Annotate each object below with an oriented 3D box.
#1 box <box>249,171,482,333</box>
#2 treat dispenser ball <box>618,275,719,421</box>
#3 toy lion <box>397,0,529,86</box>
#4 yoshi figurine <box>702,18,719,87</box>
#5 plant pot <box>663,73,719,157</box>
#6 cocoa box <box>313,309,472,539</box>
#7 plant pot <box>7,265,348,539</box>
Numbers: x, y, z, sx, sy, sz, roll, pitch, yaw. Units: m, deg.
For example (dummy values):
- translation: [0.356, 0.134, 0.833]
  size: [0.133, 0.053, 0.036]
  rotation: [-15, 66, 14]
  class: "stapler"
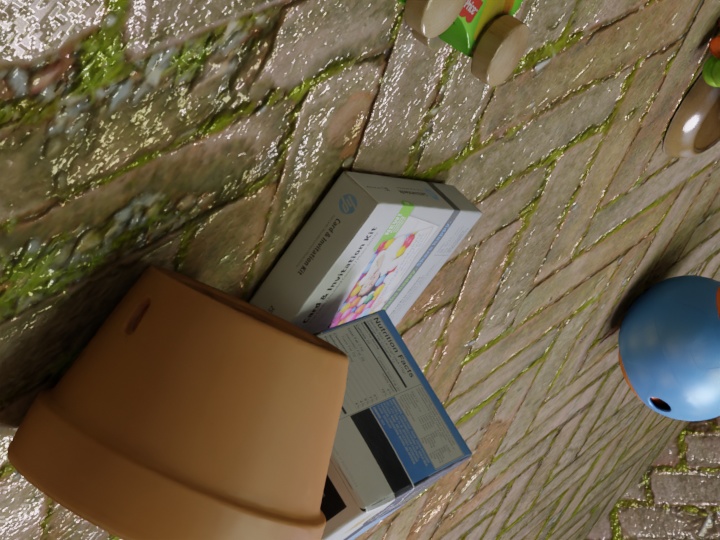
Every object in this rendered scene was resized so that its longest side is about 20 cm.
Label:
- translation: [0.000, 0.000, 1.130]
  size: [0.156, 0.041, 0.200]
  rotation: [-53, 159, 16]
  class: "box"
- translation: [0.457, 0.107, 2.040]
  size: [0.201, 0.201, 0.201]
  rotation: [-41, 159, -19]
  class: "treat dispenser ball"
- translation: [0.092, -0.220, 0.894]
  size: [0.192, 0.069, 0.200]
  rotation: [-58, 159, 7]
  class: "toy lion"
- translation: [0.436, -0.242, 1.489]
  size: [0.200, 0.112, 0.112]
  rotation: [-44, 167, -1]
  class: "yoshi figurine"
- translation: [0.412, -0.200, 1.630]
  size: [0.200, 0.027, 0.200]
  rotation: [-41, 160, -18]
  class: "plant pot"
- translation: [-0.045, 0.143, 1.085]
  size: [0.131, 0.134, 0.200]
  rotation: [-19, 162, -48]
  class: "cocoa box"
- translation: [-0.096, 0.088, 0.902]
  size: [0.140, 0.200, 0.200]
  rotation: [-65, 159, 1]
  class: "plant pot"
